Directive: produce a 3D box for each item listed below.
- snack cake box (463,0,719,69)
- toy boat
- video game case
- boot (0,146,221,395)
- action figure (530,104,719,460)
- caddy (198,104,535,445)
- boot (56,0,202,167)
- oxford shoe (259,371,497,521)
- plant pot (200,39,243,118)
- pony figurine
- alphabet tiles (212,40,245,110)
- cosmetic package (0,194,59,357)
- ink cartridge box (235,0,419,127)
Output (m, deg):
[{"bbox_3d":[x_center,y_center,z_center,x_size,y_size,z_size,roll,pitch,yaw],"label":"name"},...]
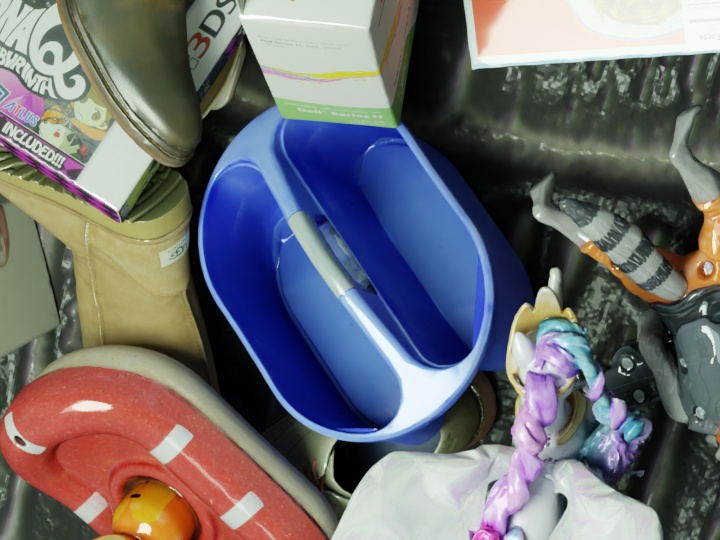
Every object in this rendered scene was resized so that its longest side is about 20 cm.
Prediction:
[{"bbox_3d":[0.151,-0.170,1.417,0.199,0.067,0.116,-1,106,24],"label":"snack cake box"},{"bbox_3d":[-0.117,0.140,1.511,0.200,0.131,0.130,43,140,-6],"label":"toy boat"},{"bbox_3d":[-0.161,-0.153,1.468,0.200,0.036,0.182,33,79,3],"label":"video game case"},{"bbox_3d":[-0.151,0.011,1.571,0.175,0.066,0.201,34,145,35],"label":"boot"},{"bbox_3d":[0.157,0.032,1.448,0.200,0.105,0.194,-28,100,31],"label":"action figure"},{"bbox_3d":[0.000,0.000,1.472,0.141,0.105,0.200,-42,64,15],"label":"caddy"},{"bbox_3d":[-0.101,-0.159,1.398,0.097,0.075,0.201,-26,79,30],"label":"boot"},{"bbox_3d":[-0.020,0.109,1.565,0.200,0.074,0.071,-33,90,27],"label":"oxford shoe"},{"bbox_3d":[-0.148,-0.161,1.554,0.199,0.027,0.201,7,108,23],"label":"plant pot"},{"bbox_3d":[0.083,0.119,1.406,0.166,0.200,0.194,11,66,13],"label":"pony figurine"},{"bbox_3d":[-0.103,-0.197,1.548,0.199,0.015,0.196,24,113,15],"label":"alphabet tiles"},{"bbox_3d":[-0.268,0.023,1.578,0.103,0.200,0.088,-8,101,23],"label":"cosmetic package"},{"bbox_3d":[-0.012,-0.155,1.370,0.067,0.200,0.118,7,77,8],"label":"ink cartridge box"}]
